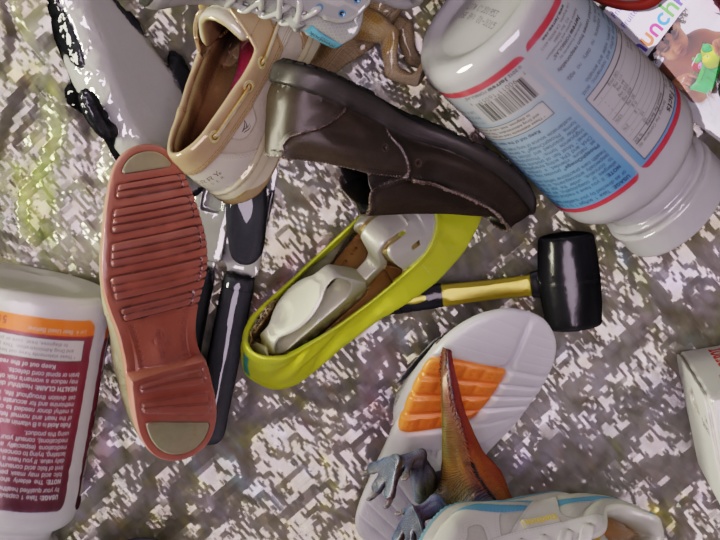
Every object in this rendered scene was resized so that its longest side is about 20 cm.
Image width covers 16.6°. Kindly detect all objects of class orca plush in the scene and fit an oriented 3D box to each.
[{"bbox_3d":[-0.178,-0.124,1.590,0.071,0.105,0.200,-26,113,38],"label":"orca plush"}]

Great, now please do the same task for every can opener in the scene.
[{"bbox_3d":[-0.096,0.017,1.611,0.053,0.067,0.201,11,98,-1],"label":"can opener"}]

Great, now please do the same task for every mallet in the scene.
[{"bbox_3d":[0.063,0.025,1.630,0.199,0.041,0.066,-14,95,6],"label":"mallet"}]

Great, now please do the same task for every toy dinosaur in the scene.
[{"bbox_3d":[0.009,-0.161,1.602,0.101,0.058,0.201,33,95,11],"label":"toy dinosaur"},{"bbox_3d":[0.092,0.173,1.602,0.181,0.105,0.201,15,112,-37],"label":"toy dinosaur"}]

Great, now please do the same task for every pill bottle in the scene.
[{"bbox_3d":[0.138,-0.101,1.555,0.109,0.109,0.200,-45,116,6],"label":"pill bottle"},{"bbox_3d":[-0.231,0.103,1.601,0.113,0.114,0.201,11,98,-1],"label":"pill bottle"}]

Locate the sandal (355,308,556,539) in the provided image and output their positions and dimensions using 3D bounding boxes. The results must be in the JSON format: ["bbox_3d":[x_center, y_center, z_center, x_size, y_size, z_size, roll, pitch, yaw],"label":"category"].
[{"bbox_3d":[0.052,0.094,1.629,0.079,0.059,0.207,22,119,-19],"label":"sandal"}]

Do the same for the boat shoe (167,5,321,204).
[{"bbox_3d":[-0.071,-0.146,1.553,0.069,0.073,0.201,28,68,-39],"label":"boat shoe"}]

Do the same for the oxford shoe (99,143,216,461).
[{"bbox_3d":[-0.138,0.018,1.569,0.070,0.074,0.201,-6,102,-21],"label":"oxford shoe"}]

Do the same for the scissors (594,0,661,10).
[{"bbox_3d":[0.224,-0.183,1.554,0.199,0.014,0.074,23,88,34],"label":"scissors"}]

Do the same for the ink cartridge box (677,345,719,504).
[{"bbox_3d":[0.314,0.089,1.582,0.199,0.146,0.085,-9,100,2],"label":"ink cartridge box"}]

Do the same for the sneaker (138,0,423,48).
[{"bbox_3d":[-0.041,-0.175,1.504,0.199,0.075,0.087,-16,85,-27],"label":"sneaker"}]

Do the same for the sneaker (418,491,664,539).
[{"bbox_3d":[0.108,0.177,1.532,0.080,0.199,0.077,-1,99,42],"label":"sneaker"}]

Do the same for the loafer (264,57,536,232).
[{"bbox_3d":[0.019,-0.065,1.547,0.199,0.073,0.072,25,90,-23],"label":"loafer"}]

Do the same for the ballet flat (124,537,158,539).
[{"bbox_3d":[-0.194,0.248,1.645,0.073,0.073,0.200,42,96,-6],"label":"ballet flat"}]

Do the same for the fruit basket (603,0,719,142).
[{"bbox_3d":[0.276,-0.162,1.572,0.200,0.094,0.186,39,100,1],"label":"fruit basket"}]

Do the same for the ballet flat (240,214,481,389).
[{"bbox_3d":[0.000,0.000,1.592,0.200,0.067,0.067,-41,66,-2],"label":"ballet flat"}]
